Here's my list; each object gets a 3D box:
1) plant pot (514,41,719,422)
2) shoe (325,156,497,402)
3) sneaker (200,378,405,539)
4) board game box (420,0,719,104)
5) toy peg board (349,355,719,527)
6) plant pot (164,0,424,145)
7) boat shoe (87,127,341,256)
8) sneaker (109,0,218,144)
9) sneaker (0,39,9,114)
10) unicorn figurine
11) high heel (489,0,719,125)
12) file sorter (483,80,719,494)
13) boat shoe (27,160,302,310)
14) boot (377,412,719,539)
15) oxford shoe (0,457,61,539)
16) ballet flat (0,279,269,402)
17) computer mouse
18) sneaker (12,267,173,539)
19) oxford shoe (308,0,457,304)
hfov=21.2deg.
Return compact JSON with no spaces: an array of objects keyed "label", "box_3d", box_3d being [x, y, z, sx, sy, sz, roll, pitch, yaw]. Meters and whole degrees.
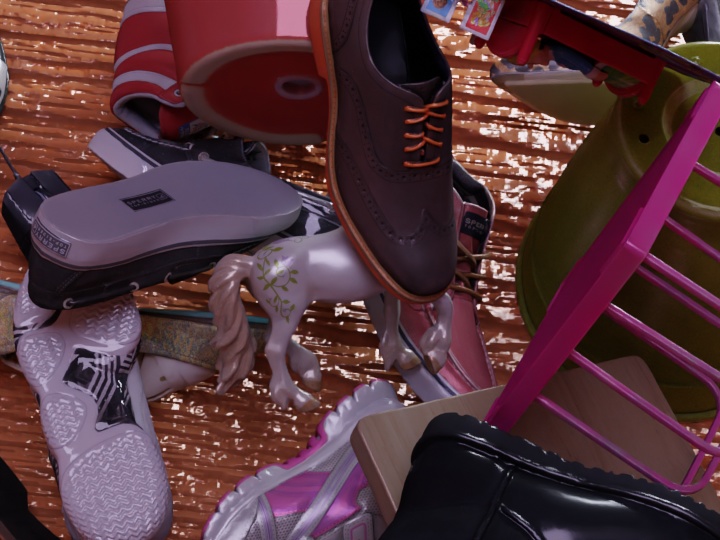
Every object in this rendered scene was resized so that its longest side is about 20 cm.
[{"label":"plant pot","box_3d":[0.207,-0.036,1.211,0.199,0.193,0.201,1,60,-2]},{"label":"shoe","box_3d":[0.052,0.001,1.229,0.091,0.071,0.200,-42,58,23]},{"label":"sneaker","box_3d":[-0.024,0.154,1.149,0.088,0.081,0.200,40,66,20]},{"label":"board game box","box_3d":[0.110,-0.126,1.085,0.199,0.158,0.039,26,96,14]},{"label":"toy peg board","box_3d":[0.108,0.174,1.115,0.198,0.098,0.200,-11,59,-26]},{"label":"plant pot","box_3d":[-0.039,-0.188,1.214,0.199,0.201,0.178,2,67,-2]},{"label":"boat shoe","box_3d":[-0.086,-0.057,1.256,0.200,0.072,0.068,28,86,24]},{"label":"sneaker","box_3d":[-0.075,-0.129,1.318,0.199,0.071,0.113,4,55,8]},{"label":"sneaker","box_3d":[-0.283,-0.117,1.291,0.074,0.089,0.201,3,58,0]},{"label":"unicorn figurine","box_3d":[0.000,0.000,1.156,0.199,0.074,0.138,-19,101,-28]},{"label":"high heel","box_3d":[0.170,-0.177,1.356,0.199,0.071,0.143,0,65,-22]},{"label":"file sorter","box_3d":[0.177,0.030,1.057,0.125,0.200,0.139,33,51,2]},{"label":"boat shoe","box_3d":[-0.118,-0.021,1.143,0.200,0.057,0.069,-12,43,-46]},{"label":"boot","box_3d":[0.092,0.176,0.994,0.199,0.077,0.168,23,47,6]},{"label":"oxford shoe","box_3d":[-0.207,0.186,1.140,0.071,0.071,0.200,-43,68,6]},{"label":"ballet flat","box_3d":[-0.152,0.050,1.219,0.199,0.071,0.071,8,59,1]},{"label":"computer mouse","box_3d":[-0.219,-0.070,1.248,0.059,0.034,0.200,-35,95,-35]},{"label":"sneaker","box_3d":[-0.160,0.089,1.158,0.075,0.115,0.201,-12,64,-10]},{"label":"oxford shoe","box_3d":[0.021,-0.078,1.096,0.071,0.072,0.201,-18,95,-26]}]
